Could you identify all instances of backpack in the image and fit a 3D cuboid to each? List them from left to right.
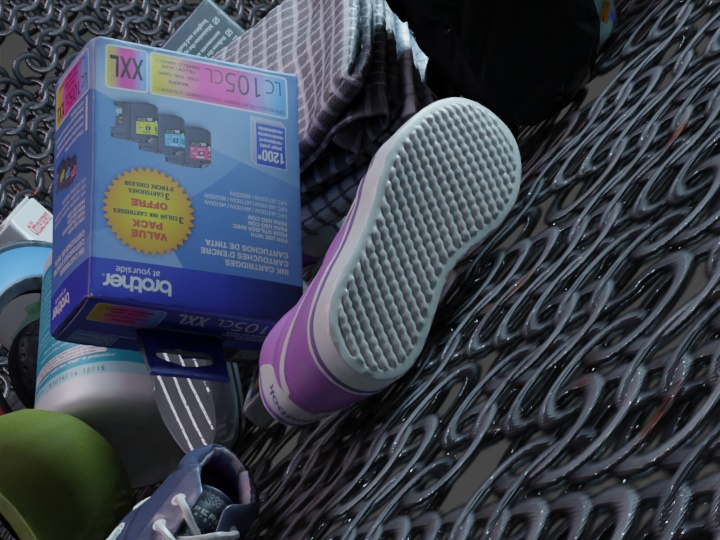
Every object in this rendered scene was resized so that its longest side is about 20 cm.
[{"bbox_3d":[0.083,-0.170,1.166,0.126,0.167,0.200,-28,8,4],"label":"backpack"}]

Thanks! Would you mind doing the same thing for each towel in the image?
[{"bbox_3d":[-0.039,-0.113,1.267,0.165,0.086,0.200,-33,33,21],"label":"towel"}]

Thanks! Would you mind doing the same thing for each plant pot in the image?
[{"bbox_3d":[-0.228,0.169,1.131,0.200,0.200,0.190,-45,-3,22],"label":"plant pot"}]

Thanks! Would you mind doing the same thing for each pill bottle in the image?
[{"bbox_3d":[-0.168,0.042,1.299,0.111,0.111,0.200,-41,39,37],"label":"pill bottle"}]

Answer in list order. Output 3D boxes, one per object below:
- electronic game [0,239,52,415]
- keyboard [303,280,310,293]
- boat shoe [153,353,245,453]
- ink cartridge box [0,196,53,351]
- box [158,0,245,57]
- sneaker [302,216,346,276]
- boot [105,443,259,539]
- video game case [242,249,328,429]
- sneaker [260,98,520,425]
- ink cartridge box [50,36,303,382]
[{"bbox_3d":[-0.217,0.072,1.352,0.042,0.200,0.200,-27,20,37],"label":"electronic game"},{"bbox_3d":[-0.040,0.039,1.134,0.056,0.011,0.200,-54,9,0],"label":"keyboard"},{"bbox_3d":[-0.099,0.035,1.213,0.074,0.067,0.200,-53,46,39],"label":"boat shoe"},{"bbox_3d":[-0.228,0.043,1.519,0.084,0.200,0.145,-47,9,4],"label":"ink cartridge box"},{"bbox_3d":[-0.123,-0.120,1.708,0.148,0.200,0.107,-50,8,-16],"label":"box"},{"bbox_3d":[-0.077,0.024,1.343,0.200,0.073,0.114,-45,16,53],"label":"sneaker"},{"bbox_3d":[-0.097,0.143,0.883,0.090,0.073,0.200,-52,7,10],"label":"boot"},{"bbox_3d":[0.000,0.000,1.197,0.182,0.022,0.200,-46,10,14],"label":"video game case"},{"bbox_3d":[0.006,-0.004,0.985,0.201,0.073,0.114,-55,8,-37],"label":"sneaker"},{"bbox_3d":[-0.108,-0.025,1.109,0.076,0.136,0.200,142,131,-57],"label":"ink cartridge box"}]
